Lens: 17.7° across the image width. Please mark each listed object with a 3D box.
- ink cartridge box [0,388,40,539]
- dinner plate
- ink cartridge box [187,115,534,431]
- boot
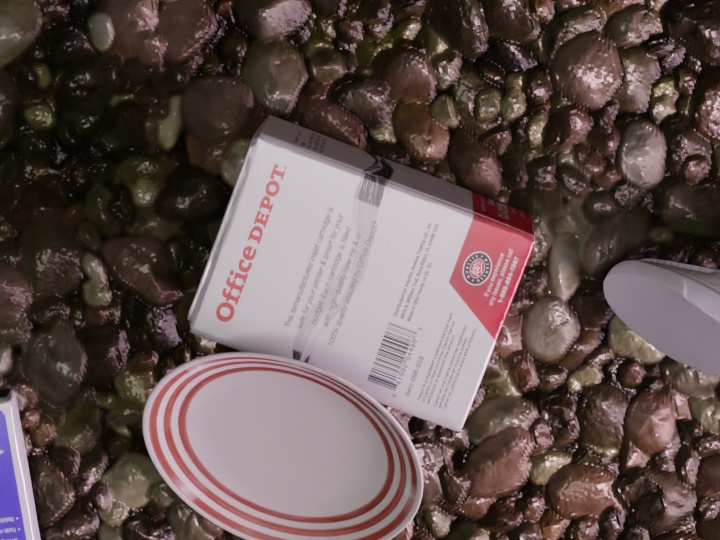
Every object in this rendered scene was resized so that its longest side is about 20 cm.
[{"bbox_3d":[-0.324,0.194,1.631,0.196,0.043,0.202,-7,100,3],"label":"ink cartridge box"},{"bbox_3d":[-0.051,0.121,1.577,0.198,0.024,0.201,12,136,11],"label":"dinner plate"},{"bbox_3d":[0.000,0.000,1.559,0.198,0.084,0.145,20,103,-3],"label":"ink cartridge box"},{"bbox_3d":[0.271,0.022,1.568,0.199,0.096,0.074,24,145,20],"label":"boot"}]
